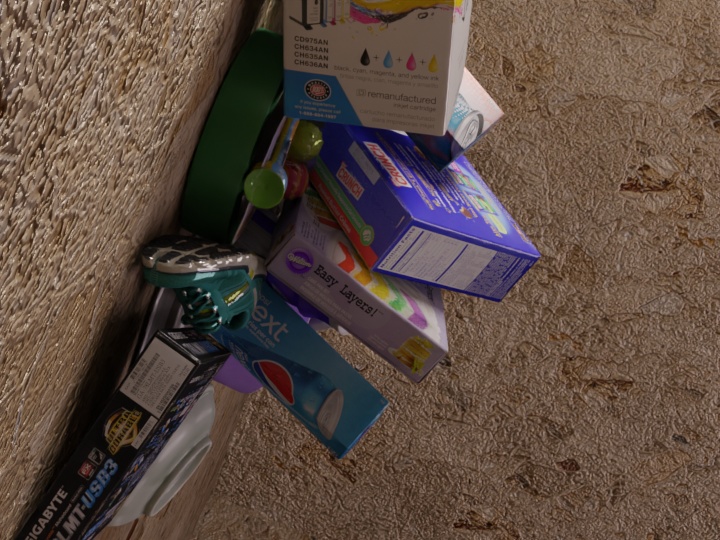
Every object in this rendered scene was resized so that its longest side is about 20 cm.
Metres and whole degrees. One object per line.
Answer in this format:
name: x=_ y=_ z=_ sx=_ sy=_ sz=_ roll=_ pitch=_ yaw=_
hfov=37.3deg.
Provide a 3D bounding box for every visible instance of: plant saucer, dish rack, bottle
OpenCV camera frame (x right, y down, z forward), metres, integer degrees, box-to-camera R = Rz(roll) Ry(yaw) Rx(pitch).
plant saucer: x=-0.217 y=0.216 z=1.186 sx=0.201 sy=0.050 sz=0.200 roll=-52 pitch=175 yaw=-7
dish rack: x=-0.188 y=0.067 z=1.097 sx=0.172 sy=0.043 sz=0.201 roll=-71 pitch=-176 yaw=-65
bottle: x=-0.074 y=-0.005 z=1.123 sx=0.065 sy=0.199 sz=0.084 roll=-49 pitch=150 yaw=-7

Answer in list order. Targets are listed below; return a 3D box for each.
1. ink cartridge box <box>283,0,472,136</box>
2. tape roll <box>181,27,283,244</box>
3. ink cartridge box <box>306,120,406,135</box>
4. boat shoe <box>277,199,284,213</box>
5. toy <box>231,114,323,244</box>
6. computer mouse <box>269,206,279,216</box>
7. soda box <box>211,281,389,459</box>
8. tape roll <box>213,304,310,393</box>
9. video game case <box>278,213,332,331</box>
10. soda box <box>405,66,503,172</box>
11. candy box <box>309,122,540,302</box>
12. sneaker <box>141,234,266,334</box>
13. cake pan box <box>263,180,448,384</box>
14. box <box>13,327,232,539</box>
ink cartridge box: x=0.019 y=-0.242 z=0.900 sx=0.145 sy=0.145 sz=0.202 roll=-69 pitch=164 yaw=-56
tape roll: x=-0.107 y=-0.123 z=1.000 sx=0.200 sy=0.048 sz=0.202 roll=-157 pitch=-90 yaw=-89
ink cartridge box: x=0.031 y=-0.213 z=1.176 sx=0.147 sy=0.085 sz=0.202 roll=47 pitch=59 yaw=-53
boat shoe: x=-0.059 y=-0.091 z=1.176 sx=0.200 sy=0.073 sz=0.075 roll=58 pitch=14 yaw=-50
toy: x=-0.066 y=-0.101 z=0.997 sx=0.200 sy=0.047 sz=0.116 roll=-68 pitch=-179 yaw=-68
computer mouse: x=-0.118 y=-0.116 z=1.287 sx=0.200 sy=0.043 sz=0.111 roll=91 pitch=16 yaw=-76
soda box: x=-0.067 y=0.099 z=1.106 sx=0.068 sy=0.200 sz=0.064 roll=-44 pitch=172 yaw=-21
tape roll: x=-0.126 y=0.041 z=1.268 sx=0.200 sy=0.065 sz=0.201 roll=-43 pitch=-148 yaw=36
video game case: x=-0.071 y=-0.005 z=1.316 sx=0.199 sy=0.023 sz=0.184 roll=-15 pitch=-127 yaw=53
soda box: x=0.046 y=-0.200 z=1.053 sx=0.068 sy=0.200 sz=0.064 roll=-41 pitch=179 yaw=-26
candy box: x=0.060 y=-0.062 z=1.073 sx=0.077 sy=0.199 sz=0.170 roll=-51 pitch=-132 yaw=23
sneaker: x=-0.127 y=0.015 z=0.915 sx=0.200 sy=0.077 sz=0.081 roll=23 pitch=79 yaw=-74
cake pan box: x=0.000 y=0.000 z=1.038 sx=0.052 sy=0.184 sz=0.200 roll=-46 pitch=-167 yaw=17
box: x=-0.193 y=0.141 z=0.901 sx=0.199 sy=0.050 sz=0.200 roll=-54 pitch=179 yaw=-1
